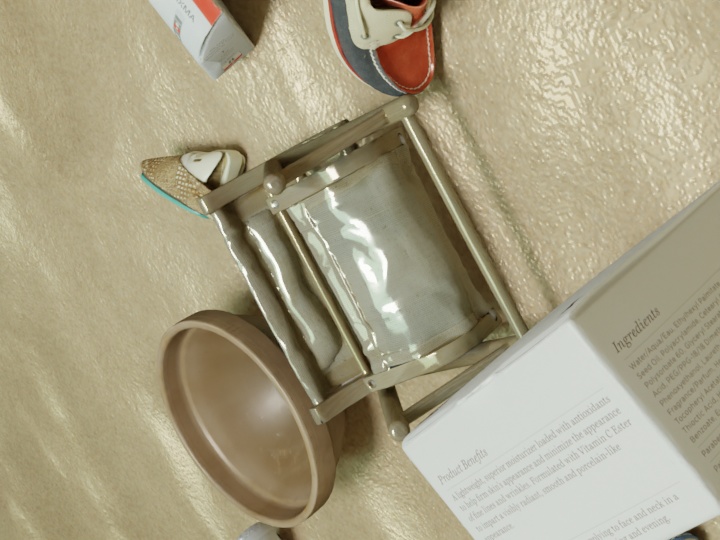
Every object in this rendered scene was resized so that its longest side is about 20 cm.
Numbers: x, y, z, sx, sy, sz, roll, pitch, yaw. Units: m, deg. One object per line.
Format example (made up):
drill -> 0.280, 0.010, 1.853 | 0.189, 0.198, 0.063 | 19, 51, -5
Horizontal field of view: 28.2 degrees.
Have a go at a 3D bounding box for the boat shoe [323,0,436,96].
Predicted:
boat shoe -> 0.015, -0.181, 0.904 | 0.062, 0.071, 0.200 | 24, 153, 34

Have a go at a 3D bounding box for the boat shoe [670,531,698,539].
boat shoe -> 0.172, 0.238, 1.061 | 0.200, 0.072, 0.073 | -55, 48, 35

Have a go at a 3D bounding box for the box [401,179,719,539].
box -> 0.163, 0.069, 0.846 | 0.131, 0.200, 0.199 | 51, 143, 5

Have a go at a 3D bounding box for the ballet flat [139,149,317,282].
ballet flat -> -0.100, -0.060, 1.178 | 0.199, 0.070, 0.066 | 33, 110, 25

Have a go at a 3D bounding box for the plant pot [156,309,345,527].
plant pot -> -0.079, 0.114, 1.243 | 0.200, 0.093, 0.202 | 27, 133, 33

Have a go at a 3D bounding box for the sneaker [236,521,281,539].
sneaker -> -0.064, 0.338, 1.410 | 0.115, 0.075, 0.201 | 24, 138, 35

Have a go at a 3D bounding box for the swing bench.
swing bench -> 0.000, 0.000, 1.035 | 0.200, 0.129, 0.200 | 62, 163, -8

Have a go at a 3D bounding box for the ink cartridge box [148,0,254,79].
ink cartridge box -> -0.154, -0.225, 1.025 | 0.163, 0.050, 0.200 | 53, -174, 5
